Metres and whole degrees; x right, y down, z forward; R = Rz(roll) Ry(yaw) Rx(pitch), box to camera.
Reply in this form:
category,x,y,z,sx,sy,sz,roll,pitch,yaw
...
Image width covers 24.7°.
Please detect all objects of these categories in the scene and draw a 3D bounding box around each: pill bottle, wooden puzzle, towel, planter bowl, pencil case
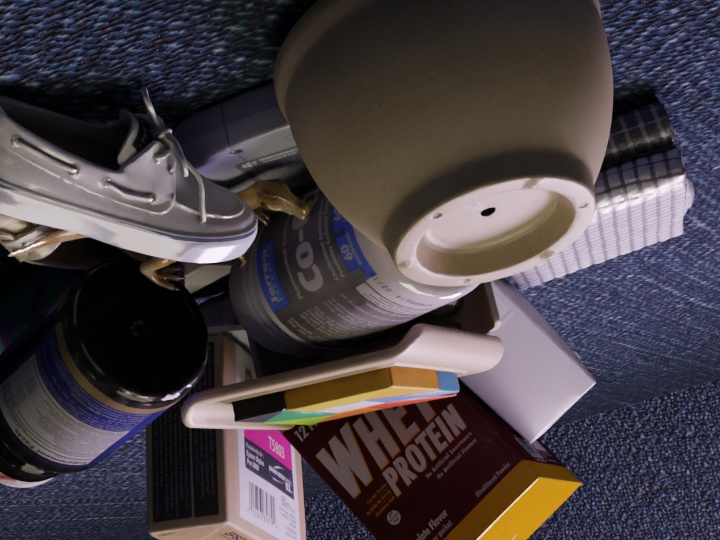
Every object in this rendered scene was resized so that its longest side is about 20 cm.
category,x,y,z,sx,sy,sz,roll,pitch,yaw
pill bottle,-0.005,-0.010,1.145,0.113,0.114,0.200,-4,166,-34
wooden puzzle,-0.008,0.089,1.231,0.199,0.037,0.185,-19,166,22
pill bottle,-0.205,0.081,1.204,0.112,0.112,0.200,-2,156,-39
towel,0.183,-0.062,1.335,0.165,0.086,0.200,-19,166,8
planter bowl,0.060,-0.075,0.949,0.199,0.135,0.200,-12,154,-6
pencil case,-0.228,0.033,1.309,0.200,0.085,0.092,-22,149,35

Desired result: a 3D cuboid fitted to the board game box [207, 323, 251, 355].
category,x,y,z,sx,sy,sz,roll,pitch,yaw
board game box,-0.102,0.075,1.446,0.199,0.026,0.200,-5,158,3

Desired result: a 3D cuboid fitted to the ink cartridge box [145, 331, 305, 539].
category,x,y,z,sx,sy,sz,roll,pitch,yaw
ink cartridge box,-0.112,0.160,1.399,0.075,0.165,0.200,-9,158,15

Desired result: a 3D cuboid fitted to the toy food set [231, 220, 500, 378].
category,x,y,z,sx,sy,sz,roll,pitch,yaw
toy food set,0.000,0.000,1.267,0.199,0.144,0.060,-17,169,15

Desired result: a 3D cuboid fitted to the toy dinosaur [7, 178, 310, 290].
category,x,y,z,sx,sy,sz,roll,pitch,yaw
toy dinosaur,-0.133,-0.034,1.116,0.199,0.058,0.101,-10,154,0

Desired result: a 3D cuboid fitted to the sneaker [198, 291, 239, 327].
category,x,y,z,sx,sy,sz,roll,pitch,yaw
sneaker,-0.090,0.031,1.475,0.199,0.075,0.115,-10,158,14

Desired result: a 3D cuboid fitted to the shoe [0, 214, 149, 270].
category,x,y,z,sx,sy,sz,roll,pitch,yaw
shoe,-0.202,-0.031,1.135,0.070,0.054,0.200,-19,166,21

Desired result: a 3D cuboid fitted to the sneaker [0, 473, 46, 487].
category,x,y,z,sx,sy,sz,roll,pitch,yaw
sneaker,-0.340,0.123,1.444,0.200,0.075,0.105,17,156,44

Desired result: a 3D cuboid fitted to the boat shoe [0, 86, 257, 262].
category,x,y,z,sx,sy,sz,roll,pitch,yaw
boat shoe,-0.139,-0.067,0.996,0.201,0.075,0.086,15,117,-31

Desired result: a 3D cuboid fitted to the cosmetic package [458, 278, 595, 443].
category,x,y,z,sx,sy,sz,roll,pitch,yaw
cosmetic package,0.095,0.042,1.377,0.090,0.200,0.107,-42,-154,5

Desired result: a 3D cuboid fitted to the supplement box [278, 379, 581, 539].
category,x,y,z,sx,sy,sz,roll,pitch,yaw
supplement box,0.059,0.155,1.413,0.133,0.200,0.197,-46,161,7

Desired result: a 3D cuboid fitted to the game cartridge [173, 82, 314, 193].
category,x,y,z,sx,sy,sz,roll,pitch,yaw
game cartridge,-0.017,-0.098,1.087,0.199,0.041,0.133,-16,170,10

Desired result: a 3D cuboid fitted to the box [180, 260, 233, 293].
category,x,y,z,sx,sy,sz,roll,pitch,yaw
box,-0.175,0.010,1.366,0.041,0.039,0.200,-1,162,-42
